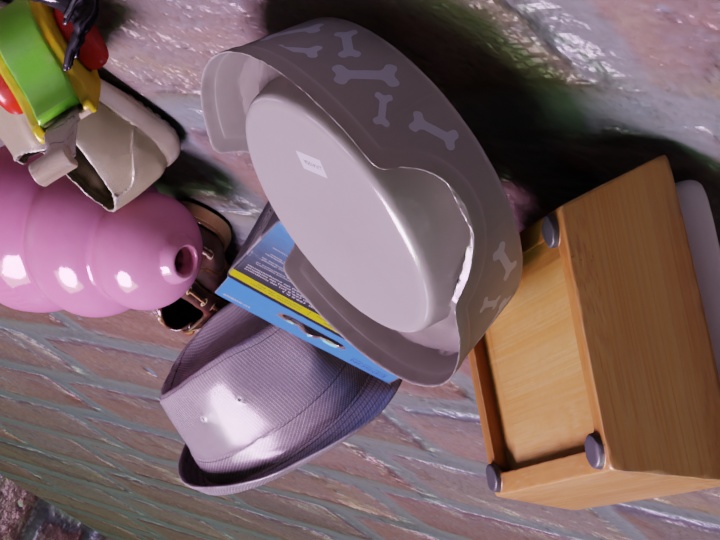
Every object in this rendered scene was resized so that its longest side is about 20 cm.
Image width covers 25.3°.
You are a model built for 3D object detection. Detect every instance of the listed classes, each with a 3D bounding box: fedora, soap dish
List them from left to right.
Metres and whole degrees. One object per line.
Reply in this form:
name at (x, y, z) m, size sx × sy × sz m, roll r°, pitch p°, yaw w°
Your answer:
fedora at (-0.070, 0.074, 1.166) m, size 0.199 × 0.177 × 0.090 m, roll -24°, pitch 113°, yaw 32°
soap dish at (0.117, 0.043, 0.832) m, size 0.081 × 0.158 × 0.200 m, roll -8°, pitch 170°, yaw -16°

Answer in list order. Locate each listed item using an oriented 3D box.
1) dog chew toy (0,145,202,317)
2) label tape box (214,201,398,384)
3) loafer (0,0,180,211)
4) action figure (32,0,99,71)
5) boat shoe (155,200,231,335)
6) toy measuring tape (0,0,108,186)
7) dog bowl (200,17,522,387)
dog chew toy at (-0.187, -0.023, 1.099) m, size 0.199 × 0.125 × 0.125 m, roll 14°, pitch 159°, yaw 39°
label tape box at (0.000, 0.000, 1.018) m, size 0.144 × 0.064 × 0.200 m, roll 28°, pitch 162°, yaw -9°
loafer at (-0.204, -0.104, 0.994) m, size 0.200 × 0.069 × 0.076 m, roll 31°, pitch 159°, yaw -21°
action figure at (-0.226, -0.171, 0.794) m, size 0.199 × 0.102 × 0.119 m, roll 24°, pitch 164°, yaw -5°
boat shoe at (-0.134, 0.012, 1.225) m, size 0.070 × 0.071 × 0.200 m, roll 19°, pitch 163°, yaw 8°
toy measuring tape at (-0.176, -0.107, 0.871) m, size 0.073 × 0.074 × 0.200 m, roll 31°, pitch -165°, yaw -17°
dog bowl at (0.002, -0.039, 0.811) m, size 0.200 × 0.059 × 0.200 m, roll 43°, pitch 157°, yaw 23°
